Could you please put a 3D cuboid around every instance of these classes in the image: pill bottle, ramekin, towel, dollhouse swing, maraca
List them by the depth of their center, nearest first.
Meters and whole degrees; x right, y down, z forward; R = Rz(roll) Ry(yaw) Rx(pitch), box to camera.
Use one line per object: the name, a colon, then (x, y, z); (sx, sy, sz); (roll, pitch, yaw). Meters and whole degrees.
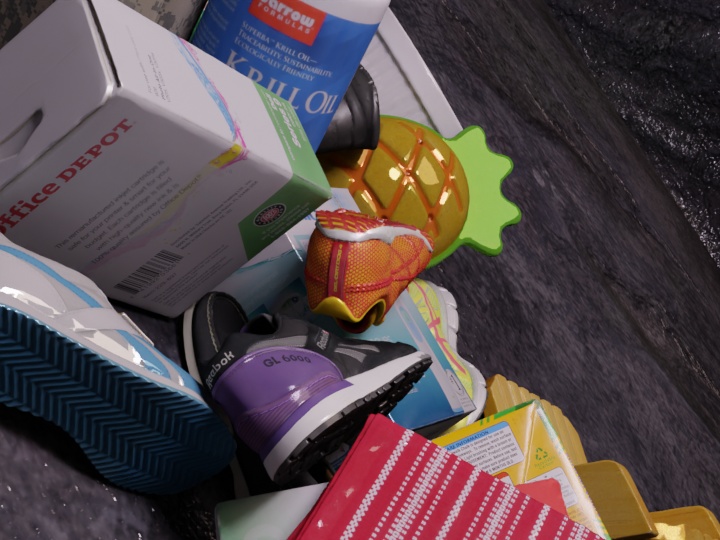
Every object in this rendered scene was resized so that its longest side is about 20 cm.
towel: (0.058, 0.171, 0.723); (0.199, 0.023, 0.145); (29, 49, 8)
pill bottle: (-0.047, -0.169, 0.925); (0.112, 0.201, 0.112); (22, 25, -11)
maraca: (0.041, -0.064, 1.143); (0.198, 0.107, 0.138); (-3, 80, -21)
dollhouse swing: (0.220, 0.176, 1.219); (0.200, 0.181, 0.177); (30, 52, -47)
ramekin: (0.022, -0.141, 1.273); (0.201, 0.105, 0.200); (59, 3, -5)

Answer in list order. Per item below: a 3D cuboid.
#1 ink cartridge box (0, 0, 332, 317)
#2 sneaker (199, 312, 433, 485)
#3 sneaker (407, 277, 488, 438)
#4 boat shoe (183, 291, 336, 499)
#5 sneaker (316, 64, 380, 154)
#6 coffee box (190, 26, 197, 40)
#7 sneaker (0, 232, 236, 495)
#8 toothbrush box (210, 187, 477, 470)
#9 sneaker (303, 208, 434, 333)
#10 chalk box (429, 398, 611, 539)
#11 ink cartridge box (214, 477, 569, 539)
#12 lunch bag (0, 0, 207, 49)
ink cartridge box: (-0.136, -0.062, 0.815); (0.200, 0.145, 0.088); (21, 38, -55)
sneaker: (-0.023, 0.054, 0.806); (0.088, 0.076, 0.200); (45, 16, 12)
sneaker: (0.038, 0.070, 1.110); (0.090, 0.078, 0.201); (33, 22, -30)
boat shoe: (-0.054, 0.093, 0.873); (0.072, 0.067, 0.201); (20, 39, -53)
sneaker: (-0.057, -0.158, 1.106); (0.200, 0.090, 0.076); (-127, -152, -49)
coffee box: (-0.119, -0.195, 1.191); (0.201, 0.044, 0.123); (60, 22, 10)
sneaker: (-0.140, 0.050, 0.741); (0.200, 0.076, 0.081); (43, 19, -37)
toothbrush box: (-0.022, 0.042, 0.992); (0.201, 0.085, 0.146); (59, 22, 14)
sneaker: (0.000, 0.000, 0.918); (0.072, 0.078, 0.200); (13, 5, 15)
chalk box: (0.077, 0.188, 0.886); (0.200, 0.124, 0.124); (90, -24, -65)
ink cartridge box: (0.029, 0.186, 0.733); (0.050, 0.198, 0.162); (80, -2, -52)
lunch bag: (-0.157, -0.214, 0.912); (0.139, 0.201, 0.167); (39, 21, 24)
